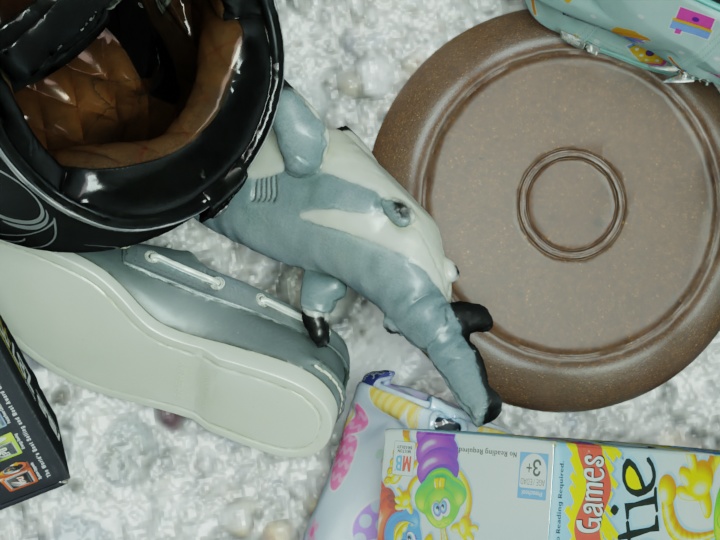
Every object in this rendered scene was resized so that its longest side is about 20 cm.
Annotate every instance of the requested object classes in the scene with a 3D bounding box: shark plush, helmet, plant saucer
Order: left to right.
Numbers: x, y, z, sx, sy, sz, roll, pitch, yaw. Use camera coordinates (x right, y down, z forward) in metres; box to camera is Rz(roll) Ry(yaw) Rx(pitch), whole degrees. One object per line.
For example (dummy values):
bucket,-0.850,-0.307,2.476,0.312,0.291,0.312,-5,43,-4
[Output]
helmet,-0.141,-0.107,1.006,0.198,0.190,0.202,-8,105,-30
shark plush,0.000,0.000,1.052,0.083,0.091,0.200,-47,75,6
plant saucer,0.102,-0.032,1.100,0.198,0.034,0.202,0,87,-6

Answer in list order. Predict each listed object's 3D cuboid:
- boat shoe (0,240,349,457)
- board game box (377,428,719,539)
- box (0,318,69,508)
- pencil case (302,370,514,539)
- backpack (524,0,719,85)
boat shoe,-0.096,0.022,1.077,0.199,0.073,0.062,25,42,3
board game box,0.112,0.129,1.007,0.199,0.104,0.104,7,85,-44
box,-0.234,0.051,0.986,0.160,0.201,0.049,-19,50,-2
pencil case,0.007,0.153,1.054,0.083,0.091,0.202,22,87,-18
backpack,0.179,-0.170,1.048,0.198,0.153,0.177,22,71,0
